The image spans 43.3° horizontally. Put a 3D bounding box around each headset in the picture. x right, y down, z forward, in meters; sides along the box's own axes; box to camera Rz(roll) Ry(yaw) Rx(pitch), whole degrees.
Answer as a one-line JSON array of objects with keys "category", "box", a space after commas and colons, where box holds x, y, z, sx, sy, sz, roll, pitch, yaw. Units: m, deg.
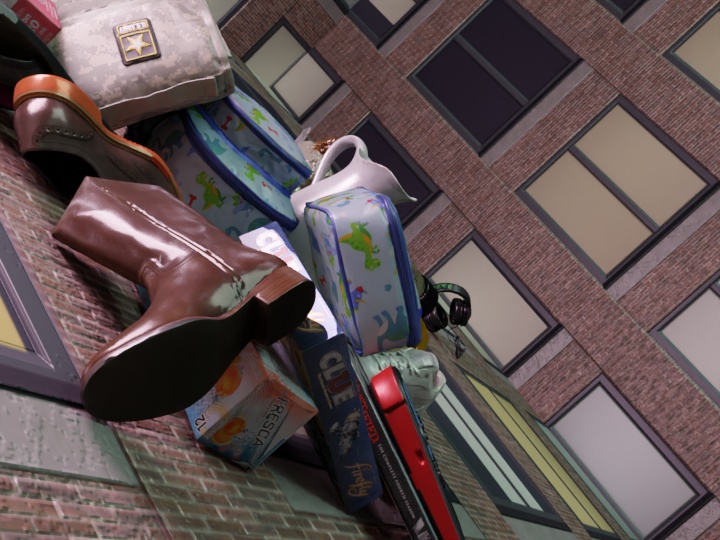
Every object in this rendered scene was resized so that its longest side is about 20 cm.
[{"category": "headset", "box": [0.204, 0.114, 2.110, 0.201, 0.122, 0.095, 65, 18, -45]}]

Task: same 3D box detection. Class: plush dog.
[{"category": "plush dog", "box": [-0.086, -0.126, 1.538, 0.200, 0.159, 0.173, -124, -167, -51]}]

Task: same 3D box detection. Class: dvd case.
[{"category": "dvd case", "box": [0.018, 0.147, 0.808, 0.202, 0.022, 0.146, 63, 0, 10]}]

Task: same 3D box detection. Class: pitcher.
[{"category": "pitcher", "box": [-0.046, -0.073, 1.158, 0.121, 0.200, 0.172, 42, 9, -39]}]

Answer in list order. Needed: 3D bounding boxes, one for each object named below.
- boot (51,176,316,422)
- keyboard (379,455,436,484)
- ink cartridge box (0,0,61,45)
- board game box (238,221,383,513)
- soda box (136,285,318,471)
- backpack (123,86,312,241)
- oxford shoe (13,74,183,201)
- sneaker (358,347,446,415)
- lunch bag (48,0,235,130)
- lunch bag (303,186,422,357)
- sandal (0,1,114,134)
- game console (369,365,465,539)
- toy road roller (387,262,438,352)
[{"category": "boot", "box": [-0.157, 0.004, 0.600, 0.199, 0.065, 0.186, 31, 34, 28]}, {"category": "keyboard", "box": [0.018, 0.172, 0.941, 0.105, 0.039, 0.200, 66, 16, 17]}, {"category": "ink cartridge box", "box": [-0.359, -0.265, 0.761, 0.200, 0.085, 0.146, 41, 10, -38]}, {"category": "board game box", "box": [-0.037, 0.080, 0.715, 0.136, 0.034, 0.201, -124, -164, -44]}, {"category": "soda box", "box": [-0.106, 0.047, 0.671, 0.064, 0.068, 0.201, 44, 8, -44]}, {"category": "backpack", "box": [-0.144, -0.108, 0.975, 0.183, 0.147, 0.201, 40, 14, -33]}, {"category": "oxford shoe", "box": [-0.216, -0.074, 0.753, 0.200, 0.070, 0.073, 44, 36, -54]}, {"category": "sneaker", "box": [0.028, 0.112, 1.027, 0.200, 0.099, 0.075, 37, 14, -52]}, {"category": "lunch bag", "box": [-0.223, -0.212, 0.898, 0.200, 0.162, 0.119, -124, -160, -50]}, {"category": "lunch bag", "box": [0.000, 0.000, 0.939, 0.200, 0.081, 0.163, -150, -132, -77]}, {"category": "sandal", "box": [-0.276, -0.151, 0.730, 0.201, 0.075, 0.048, 49, 44, -39]}, {"category": "game console", "box": [0.059, 0.174, 0.836, 0.178, 0.031, 0.200, 64, 0, 8]}, {"category": "toy road roller", "box": [0.005, 0.063, 1.178, 0.123, 0.145, 0.202, 48, 43, -36]}]
